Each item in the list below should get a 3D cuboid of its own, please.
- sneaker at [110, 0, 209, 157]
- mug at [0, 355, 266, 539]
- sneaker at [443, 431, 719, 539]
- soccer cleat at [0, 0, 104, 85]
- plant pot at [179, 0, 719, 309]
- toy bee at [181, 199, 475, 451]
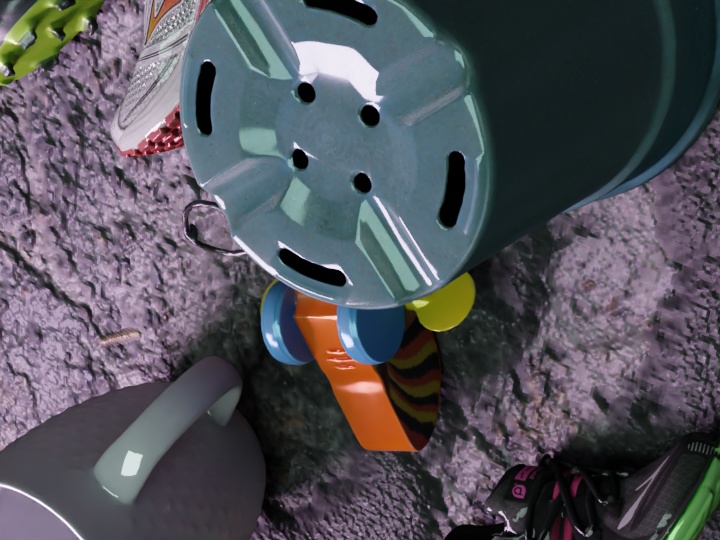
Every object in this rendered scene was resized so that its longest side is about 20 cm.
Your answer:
[{"bbox_3d":[-0.078,-0.139,0.869,0.082,0.078,0.200,46,123,15],"label":"sneaker"},{"bbox_3d":[-0.129,0.128,0.964,0.148,0.175,0.200,40,128,10],"label":"mug"},{"bbox_3d":[0.111,0.135,0.871,0.084,0.077,0.200,49,129,-2],"label":"sneaker"},{"bbox_3d":[-0.166,-0.188,0.908,0.081,0.068,0.200,49,124,16],"label":"soccer cleat"},{"bbox_3d":[0.035,-0.087,0.731,0.200,0.196,0.200,15,122,27],"label":"plant pot"},{"bbox_3d":[0.000,0.000,0.876,0.131,0.109,0.200,13,145,19],"label":"toy bee"}]
